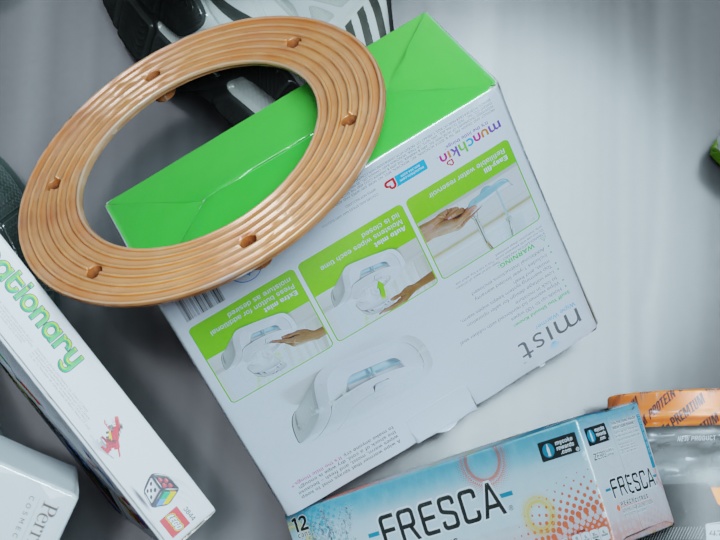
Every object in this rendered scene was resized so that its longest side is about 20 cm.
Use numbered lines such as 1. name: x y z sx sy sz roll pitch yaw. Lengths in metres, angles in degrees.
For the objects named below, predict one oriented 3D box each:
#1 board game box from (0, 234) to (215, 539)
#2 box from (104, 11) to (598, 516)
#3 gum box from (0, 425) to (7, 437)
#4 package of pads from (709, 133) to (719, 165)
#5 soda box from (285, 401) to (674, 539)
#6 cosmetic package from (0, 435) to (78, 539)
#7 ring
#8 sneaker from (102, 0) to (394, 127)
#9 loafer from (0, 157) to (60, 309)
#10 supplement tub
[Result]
1. board game box: -0.160 0.051 1.038 0.035 0.126 0.201 -40 104 -13
2. box: 0.000 0.000 1.045 0.199 0.097 0.177 -32 129 -4
3. gum box: -0.268 0.069 1.073 0.113 0.066 0.201 -26 98 -4
4. package of pads: 0.318 -0.054 1.110 0.154 0.068 0.200 -44 86 -4
5. soda box: 0.058 0.129 1.038 0.199 0.063 0.069 -22 82 36
6. cosmetic package: -0.252 0.113 1.009 0.199 0.071 0.102 24 91 -10
7. ring: -0.078 -0.054 0.994 0.199 0.019 0.201 -17 42 15
8. sneaker: -0.057 -0.144 1.131 0.115 0.076 0.200 -25 58 -39
9. loafer: -0.236 -0.044 1.119 0.072 0.063 0.201 -34 97 -32
10. supplement tub: 0.181 0.165 1.057 0.121 0.123 0.202 -2 83 0
